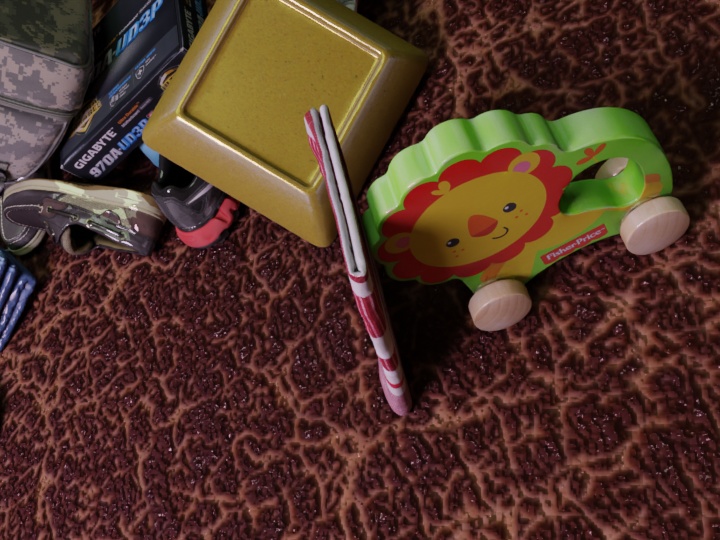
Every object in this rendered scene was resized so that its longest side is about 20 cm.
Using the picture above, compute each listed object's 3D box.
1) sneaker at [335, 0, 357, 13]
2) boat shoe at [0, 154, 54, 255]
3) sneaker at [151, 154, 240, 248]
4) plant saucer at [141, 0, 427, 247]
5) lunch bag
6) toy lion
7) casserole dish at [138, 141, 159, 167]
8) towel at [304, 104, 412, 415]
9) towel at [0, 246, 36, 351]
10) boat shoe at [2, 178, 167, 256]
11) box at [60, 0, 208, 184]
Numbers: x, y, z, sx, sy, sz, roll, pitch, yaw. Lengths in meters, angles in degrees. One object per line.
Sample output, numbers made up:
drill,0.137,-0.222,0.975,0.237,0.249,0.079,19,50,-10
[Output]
sneaker,-0.031,-0.200,0.805,0.073,0.082,0.205,9,85,-1
boat shoe,-0.391,-0.116,0.963,0.070,0.066,0.205,-15,61,19
sneaker,-0.138,-0.128,0.806,0.070,0.098,0.204,12,71,35
plant saucer,-0.066,-0.156,0.736,0.197,0.048,0.203,29,85,1
lunch bag,-0.358,-0.207,0.861,0.169,0.137,0.202,-56,38,36
toy lion,0.106,-0.045,0.566,0.197,0.192,0.070,-28,55,14
casserole dish,-0.212,-0.200,0.901,0.121,0.039,0.202,-45,48,19
towel,0.000,0.000,0.603,0.022,0.201,0.146,-16,57,2
towel,-0.443,0.011,0.935,0.198,0.048,0.113,25,90,36
boat shoe,-0.290,-0.050,0.863,0.196,0.073,0.066,3,69,24
box,-0.233,-0.209,0.865,0.198,0.046,0.161,-34,51,28
